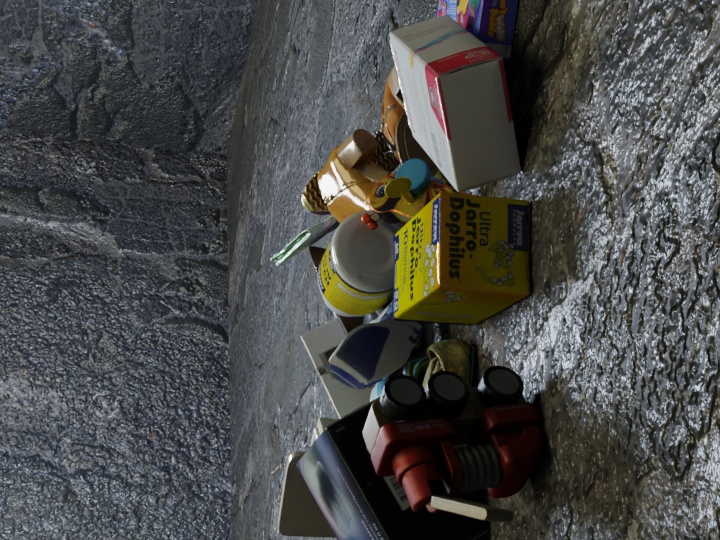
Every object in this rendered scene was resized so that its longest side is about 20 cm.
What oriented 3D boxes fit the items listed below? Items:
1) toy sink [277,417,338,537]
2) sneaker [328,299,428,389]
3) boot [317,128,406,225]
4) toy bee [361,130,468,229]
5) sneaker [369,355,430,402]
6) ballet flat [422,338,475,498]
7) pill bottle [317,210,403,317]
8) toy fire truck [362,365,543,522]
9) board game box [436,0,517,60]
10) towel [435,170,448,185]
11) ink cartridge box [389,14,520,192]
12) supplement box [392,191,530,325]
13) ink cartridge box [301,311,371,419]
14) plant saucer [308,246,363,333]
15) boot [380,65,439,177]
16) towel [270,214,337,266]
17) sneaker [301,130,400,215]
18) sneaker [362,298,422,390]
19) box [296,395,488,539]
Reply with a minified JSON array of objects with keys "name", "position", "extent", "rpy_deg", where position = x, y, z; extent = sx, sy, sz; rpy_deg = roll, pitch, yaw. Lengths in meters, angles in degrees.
[{"name":"toy sink","position":[-0.017,0.286,1.698],"extent":[0.112,0.198,0.132],"rpy_deg":[-114,31,-64]},{"name":"sneaker","position":[0.032,0.103,1.636],"extent":[0.199,0.080,0.115],"rpy_deg":[-43,-12,-39]},{"name":"boot","position":[0.017,-0.089,1.739],"extent":[0.202,0.070,0.144],"rpy_deg":[59,147,13]},{"name":"toy bee","position":[0.060,-0.085,1.574],"extent":[0.109,0.131,0.200],"rpy_deg":[-51,30,0]},{"name":"sneaker","position":[0.072,0.158,1.629],"extent":[0.200,0.079,0.132],"rpy_deg":[-135,48,-61]},{"name":"ballet flat","position":[0.105,0.183,1.497],"extent":[0.071,0.070,0.202],"rpy_deg":[136,137,-71]},{"name":"pill bottle","position":[0.000,0.000,1.686],"extent":[0.200,0.110,0.112],"rpy_deg":[119,152,-70]},{"name":"toy fire truck","position":[0.114,0.196,1.239],"extent":[0.129,0.174,0.201],"rpy_deg":[108,151,-43]},{"name":"board game box","position":[0.145,-0.339,1.537],"extent":[0.200,0.044,0.136],"rpy_deg":[-131,46,-72]},{"name":"towel","position":[0.104,-0.161,1.730],"extent":[0.086,0.018,0.202],"rpy_deg":[123,150,-54]},{"name":"ink cartridge box","position":[0.110,-0.201,1.443],"extent":[0.200,0.085,0.149],"rpy_deg":[-116,10,-61]},{"name":"supplement box","position":[0.113,-0.009,1.428],"extent":[0.200,0.108,0.110],"rpy_deg":[137,136,-71]},{"name":"ink cartridge box","position":[-0.029,0.155,1.867],"extent":[0.201,0.066,0.116],"rpy_deg":[63,177,28]},{"name":"plant saucer","position":[-0.023,0.042,1.999],"extent":[0.201,0.035,0.200],"rpy_deg":[63,-176,-7]},{"name":"boot","position":[0.070,-0.188,1.729],"extent":[0.155,0.073,0.202],"rpy_deg":[114,157,-64]},{"name":"towel","position":[-0.045,-0.082,1.977],"extent":[0.023,0.199,0.152],"rpy_deg":[55,146,1]},{"name":"sneaker","position":[-0.007,-0.144,1.883],"extent":[0.075,0.199,0.090],"rpy_deg":[56,166,3]},{"name":"sneaker","position":[0.018,0.098,1.808],"extent":[0.107,0.074,0.200],"rpy_deg":[-57,21,11]},{"name":"box","position":[0.031,0.276,1.497],"extent":[0.201,0.123,0.199],"rpy_deg":[59,158,12]}]
